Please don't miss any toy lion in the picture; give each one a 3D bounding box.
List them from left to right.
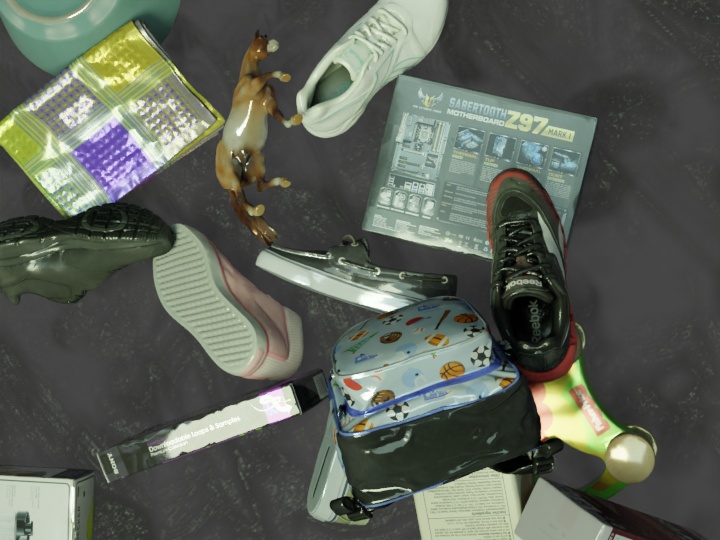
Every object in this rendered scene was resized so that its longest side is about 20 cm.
[{"bbox_3d":[0.158,0.148,1.255,0.192,0.069,0.200,-34,85,15],"label":"toy lion"}]

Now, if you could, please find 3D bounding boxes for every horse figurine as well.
[{"bbox_3d":[-0.103,-0.129,1.277,0.050,0.133,0.200,2,106,-30],"label":"horse figurine"}]

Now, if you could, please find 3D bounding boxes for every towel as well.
[{"bbox_3d":[-0.253,-0.144,1.305,0.200,0.023,0.144,-33,114,9],"label":"towel"}]

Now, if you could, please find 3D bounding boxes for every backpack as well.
[{"bbox_3d":[0.053,0.111,1.150,0.200,0.191,0.154,-13,99,-4],"label":"backpack"}]

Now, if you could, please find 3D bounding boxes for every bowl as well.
[{"bbox_3d":[-0.288,-0.294,1.300,0.201,0.105,0.201,0,91,10],"label":"bowl"}]

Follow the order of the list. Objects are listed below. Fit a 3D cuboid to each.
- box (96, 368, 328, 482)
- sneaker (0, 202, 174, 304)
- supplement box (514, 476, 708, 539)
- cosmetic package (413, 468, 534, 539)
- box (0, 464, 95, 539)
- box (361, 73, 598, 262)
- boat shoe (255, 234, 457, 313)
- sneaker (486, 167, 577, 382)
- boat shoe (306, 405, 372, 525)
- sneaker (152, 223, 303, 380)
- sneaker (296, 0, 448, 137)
[{"bbox_3d":[-0.138,0.148,1.258,0.200,0.143,0.036,-19,89,10],"label":"box"},{"bbox_3d":[-0.281,-0.013,1.317,0.200,0.076,0.091,-5,119,12],"label":"sneaker"},{"bbox_3d":[0.250,0.255,1.165,0.200,0.109,0.061,23,94,-28],"label":"supplement box"},{"bbox_3d":[0.117,0.259,1.228,0.105,0.071,0.200,-5,101,20],"label":"cosmetic package"},{"bbox_3d":[-0.377,0.261,1.340,0.200,0.060,0.117,1,90,10],"label":"box"},{"bbox_3d":[0.115,-0.092,1.260,0.200,0.051,0.158,13,94,9],"label":"box"},{"bbox_3d":[0.000,0.000,1.274,0.200,0.070,0.066,17,86,8],"label":"boat shoe"},{"bbox_3d":[0.151,-0.002,1.174,0.071,0.098,0.201,-10,77,12],"label":"sneaker"},{"bbox_3d":[0.005,0.153,1.281,0.062,0.072,0.200,18,94,-20],"label":"boat shoe"},{"bbox_3d":[-0.128,0.038,1.299,0.075,0.105,0.200,-51,53,15],"label":"sneaker"},{"bbox_3d":[0.013,-0.211,1.263,0.070,0.080,0.200,41,95,9],"label":"sneaker"}]
